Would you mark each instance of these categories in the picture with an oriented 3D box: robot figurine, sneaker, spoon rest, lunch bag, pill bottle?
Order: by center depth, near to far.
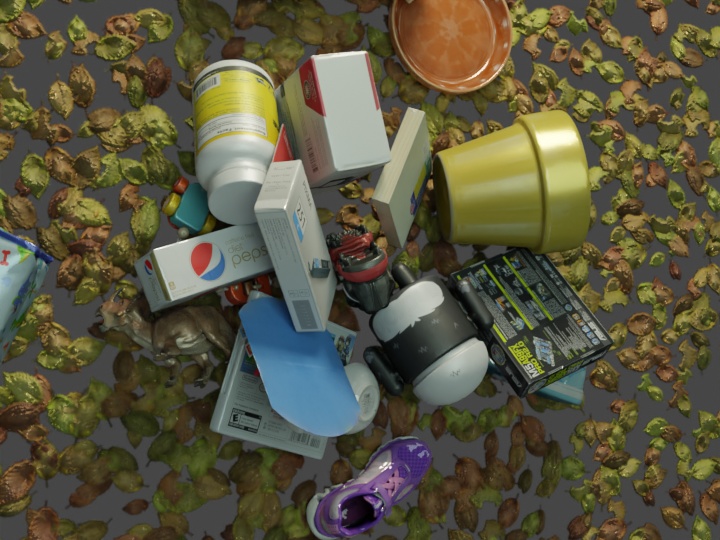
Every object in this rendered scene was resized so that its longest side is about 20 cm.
[{"bbox_3d":[-0.497,0.011,1.115,0.199,0.127,0.171,26,80,-3],"label":"lunch bag"},{"bbox_3d":[-0.157,-0.163,1.208,0.111,0.113,0.201,4,53,-19],"label":"pill bottle"},{"bbox_3d":[0.000,0.000,1.258,0.070,0.201,0.099,-20,109,-5],"label":"sneaker"},{"bbox_3d":[-0.039,0.177,1.262,0.199,0.060,0.100,0,96,-56],"label":"spoon rest"},{"bbox_3d":[0.024,0.303,1.290,0.199,0.088,0.081,-33,95,-20],"label":"sneaker"},{"bbox_3d":[0.090,0.088,1.300,0.124,0.150,0.201,-21,72,-45],"label":"robot figurine"},{"bbox_3d":[0.258,0.110,1.396,0.199,0.079,0.132,24,80,-26],"label":"sneaker"}]

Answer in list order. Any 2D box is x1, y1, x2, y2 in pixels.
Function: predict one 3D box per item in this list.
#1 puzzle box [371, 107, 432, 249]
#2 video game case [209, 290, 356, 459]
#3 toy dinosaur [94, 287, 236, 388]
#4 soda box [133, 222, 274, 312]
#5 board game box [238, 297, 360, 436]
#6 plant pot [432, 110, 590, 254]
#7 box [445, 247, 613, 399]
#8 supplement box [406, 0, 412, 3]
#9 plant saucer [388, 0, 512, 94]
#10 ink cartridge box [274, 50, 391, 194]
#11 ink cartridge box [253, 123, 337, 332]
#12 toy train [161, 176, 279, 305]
[{"bbox_3d":[0.060,-0.119,1.286,0.025,0.200,0.134,19,77,12],"label":"puzzle box"},{"bbox_3d":[-0.097,0.142,1.247,0.199,0.022,0.184,26,76,-45],"label":"video game case"},{"bbox_3d":[-0.231,0.073,1.226,0.199,0.086,0.136,4,53,-34],"label":"toy dinosaur"},{"bbox_3d":[-0.179,-0.012,1.191,0.199,0.063,0.069,-20,88,-38],"label":"soda box"},{"bbox_3d":[-0.083,0.126,1.165,0.157,0.039,0.201,14,44,-47],"label":"board game box"},{"bbox_3d":[0.206,-0.117,1.343,0.187,0.201,0.203,-8,88,-4],"label":"plant pot"},{"bbox_3d":[0.239,0.065,1.352,0.159,0.044,0.201,-22,61,-24],"label":"box"},{"bbox_3d":[0.035,-0.492,1.320,0.200,0.126,0.074,45,72,2],"label":"supplement box"},{"bbox_3d":[0.134,-0.363,1.413,0.198,0.032,0.202,1,86,-20],"label":"plant saucer"},{"bbox_3d":[-0.048,-0.186,1.245,0.083,0.200,0.147,-13,89,-23],"label":"ink cartridge box"},{"bbox_3d":[-0.071,-0.054,1.178,0.044,0.201,0.177,-3,42,13],"label":"ink cartridge box"},{"bbox_3d":[-0.194,-0.031,1.261,0.149,0.055,0.202,-11,83,-39],"label":"toy train"}]
